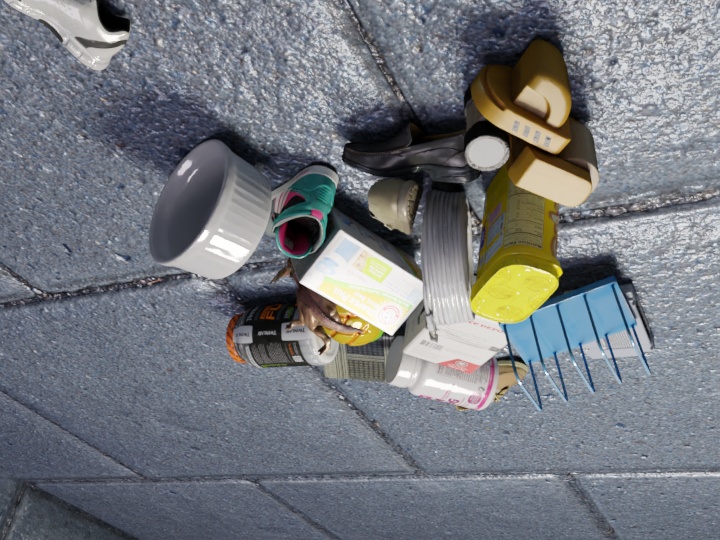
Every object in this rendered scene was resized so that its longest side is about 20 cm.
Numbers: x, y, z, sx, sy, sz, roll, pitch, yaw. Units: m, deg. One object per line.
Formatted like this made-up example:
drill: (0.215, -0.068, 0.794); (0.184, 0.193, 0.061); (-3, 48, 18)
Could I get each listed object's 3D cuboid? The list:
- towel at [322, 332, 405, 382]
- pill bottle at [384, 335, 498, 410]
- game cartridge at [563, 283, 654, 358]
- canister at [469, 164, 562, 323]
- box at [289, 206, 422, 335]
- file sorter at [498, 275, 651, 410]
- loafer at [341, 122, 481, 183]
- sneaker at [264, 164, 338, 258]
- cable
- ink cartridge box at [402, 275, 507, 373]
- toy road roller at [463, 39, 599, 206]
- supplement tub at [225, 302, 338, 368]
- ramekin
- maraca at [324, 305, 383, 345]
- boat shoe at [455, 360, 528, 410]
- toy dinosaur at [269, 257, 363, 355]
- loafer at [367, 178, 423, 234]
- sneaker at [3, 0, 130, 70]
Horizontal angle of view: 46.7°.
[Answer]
towel: (0.008, 0.172, 1.722); (0.192, 0.035, 0.200); (4, 145, 5)
pill bottle: (0.156, 0.195, 1.616); (0.199, 0.114, 0.113); (15, 147, -14)
game cartridge: (0.428, 0.091, 1.458); (0.133, 0.042, 0.200); (-4, 145, 29)
canister: (0.218, -0.049, 1.154); (0.086, 0.201, 0.149); (17, 147, -9)
box: (0.000, 0.000, 1.351); (0.200, 0.101, 0.113); (31, 107, -28)
file sorter: (0.347, 0.126, 1.348); (0.199, 0.123, 0.139); (-22, 136, 19)
loafer: (0.070, -0.170, 1.153); (0.199, 0.073, 0.073); (5, 118, 14)
sneaker: (-0.107, -0.069, 1.297); (0.083, 0.121, 0.200); (27, 145, -21)
cable: (0.131, -0.019, 1.232); (0.069, 0.200, 0.201); (-2, 124, 11)
ink cartridge box: (0.182, 0.094, 1.492); (0.146, 0.083, 0.200); (19, 146, -13)
toy road roller: (0.225, -0.186, 1.023); (0.199, 0.123, 0.146); (22, 135, -15)
supplement tub: (-0.151, 0.125, 1.607); (0.199, 0.123, 0.123); (-6, 144, 24)
ramekin: (-0.221, -0.085, 1.246); (0.098, 0.201, 0.200); (28, 145, -37)
maraca: (-0.034, 0.056, 1.486); (0.137, 0.107, 0.200); (-10, 126, 35)
boat shoe: (0.265, 0.239, 1.704); (0.074, 0.067, 0.200); (26, 145, -22)
toy dinosaur: (-0.081, 0.049, 1.370); (0.200, 0.086, 0.136); (36, 150, 49)
loafer: (0.049, -0.100, 1.204); (0.068, 0.076, 0.200); (15, 176, 6)
sneaker: (-0.371, -0.340, 1.030); (0.080, 0.074, 0.200); (-28, 136, 26)
